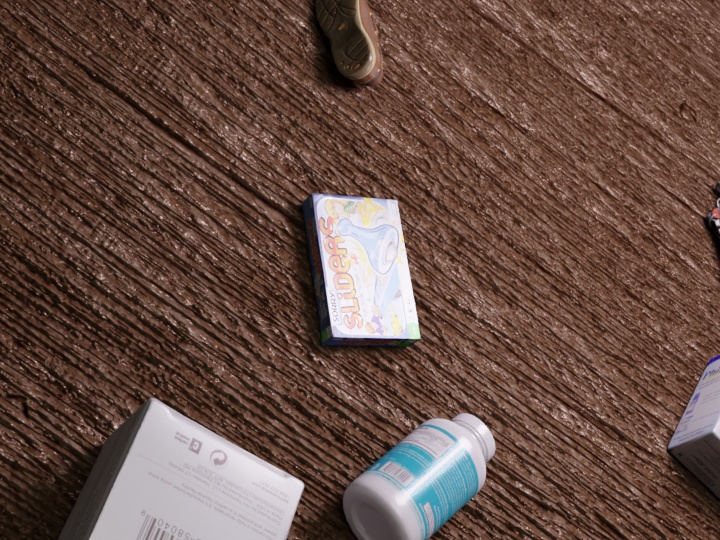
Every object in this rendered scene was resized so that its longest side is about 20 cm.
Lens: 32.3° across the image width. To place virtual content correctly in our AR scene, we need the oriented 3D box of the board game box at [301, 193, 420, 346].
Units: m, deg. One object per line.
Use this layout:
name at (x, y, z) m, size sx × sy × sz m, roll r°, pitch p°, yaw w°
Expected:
board game box at (0.000, 0.000, 1.643) m, size 0.134 × 0.034 × 0.202 m, roll 2°, pitch 67°, yaw -30°

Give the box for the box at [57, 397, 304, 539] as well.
box at (-0.201, 0.283, 1.310) m, size 0.198 × 0.171 × 0.201 m, roll 31°, pitch 55°, yaw -15°

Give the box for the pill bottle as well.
pill bottle at (0.079, 0.257, 1.525) m, size 0.199 × 0.111 × 0.111 m, roll -33°, pitch 87°, yaw -36°

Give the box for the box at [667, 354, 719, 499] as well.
box at (0.579, 0.240, 1.830) m, size 0.184 × 0.105 × 0.200 m, roll 43°, pitch 54°, yaw -6°

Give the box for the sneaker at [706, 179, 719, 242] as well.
sneaker at (0.598, -0.062, 2.016) m, size 0.081 × 0.077 × 0.202 m, roll 10°, pitch 59°, yaw 4°

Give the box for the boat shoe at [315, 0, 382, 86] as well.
boat shoe at (-0.013, -0.348, 1.784) m, size 0.067 × 0.071 × 0.202 m, roll 31°, pitch 39°, yaw -56°
